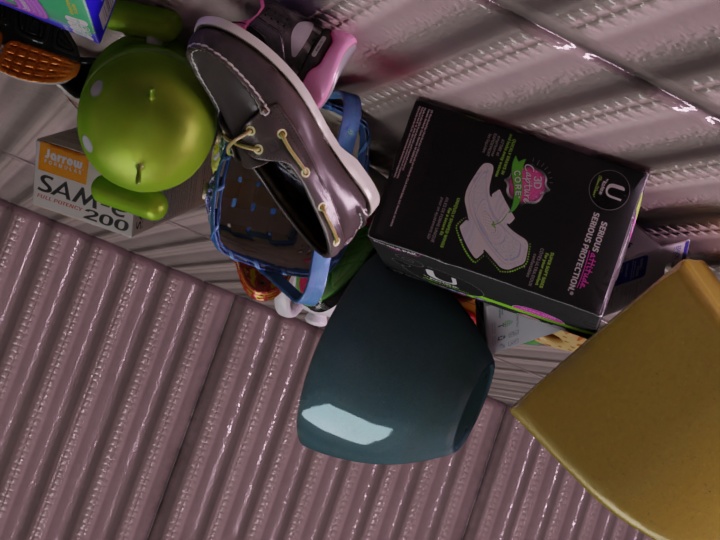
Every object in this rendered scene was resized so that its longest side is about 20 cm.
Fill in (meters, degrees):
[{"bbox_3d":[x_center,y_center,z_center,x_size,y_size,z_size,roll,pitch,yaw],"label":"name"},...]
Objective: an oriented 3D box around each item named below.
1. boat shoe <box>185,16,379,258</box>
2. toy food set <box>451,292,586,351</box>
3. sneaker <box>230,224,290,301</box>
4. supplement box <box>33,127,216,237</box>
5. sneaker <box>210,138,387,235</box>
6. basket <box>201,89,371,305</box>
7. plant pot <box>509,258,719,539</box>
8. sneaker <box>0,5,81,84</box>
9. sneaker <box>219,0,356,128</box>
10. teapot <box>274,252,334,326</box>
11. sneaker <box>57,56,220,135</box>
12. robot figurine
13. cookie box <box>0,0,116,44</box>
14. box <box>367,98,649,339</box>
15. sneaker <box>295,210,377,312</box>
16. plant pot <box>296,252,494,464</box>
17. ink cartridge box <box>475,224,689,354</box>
[{"bbox_3d":[-0.061,-0.094,0.955,0.071,0.061,0.201,3,141,51],"label":"boat shoe"},{"bbox_3d":[0.127,0.040,1.352,0.198,0.049,0.197,21,163,-31],"label":"toy food set"},{"bbox_3d":[-0.103,-0.044,1.370,0.072,0.202,0.078,-1,139,-9],"label":"sneaker"},{"bbox_3d":[-0.232,-0.107,1.378,0.125,0.074,0.200,18,-157,21],"label":"supplement box"},{"bbox_3d":[-0.064,-0.073,1.313,0.198,0.106,0.076,15,-166,-24],"label":"sneaker"},{"bbox_3d":[-0.060,-0.071,1.156,0.138,0.179,0.199,12,-176,-28],"label":"basket"},{"bbox_3d":[0.280,0.130,1.144,0.201,0.195,0.194,52,-165,13],"label":"plant pot"},{"bbox_3d":[-0.342,-0.229,1.220,0.198,0.076,0.092,27,180,5],"label":"sneaker"},{"bbox_3d":[-0.079,-0.156,1.017,0.095,0.080,0.200,29,158,-16],"label":"sneaker"},{"bbox_3d":[-0.036,-0.010,1.481,0.198,0.148,0.197,14,-176,-29],"label":"teapot"},{"bbox_3d":[-0.222,-0.165,1.298,0.198,0.075,0.080,15,168,30],"label":"sneaker"},{"bbox_3d":[-0.178,-0.135,1.111,0.114,0.178,0.200,6,-162,-10],"label":"robot figurine"},{"bbox_3d":[-0.263,-0.241,0.881,0.198,0.076,0.171,21,173,-3],"label":"cookie box"},{"bbox_3d":[0.125,-0.038,1.103,0.198,0.126,0.149,20,173,11],"label":"box"},{"bbox_3d":[0.000,0.000,1.279,0.076,0.085,0.200,-12,-166,26],"label":"sneaker"},{"bbox_3d":[0.047,0.099,1.224,0.133,0.202,0.200,23,173,16],"label":"plant pot"},{"bbox_3d":[0.203,0.013,1.224,0.197,0.040,0.100,-17,148,-5],"label":"ink cartridge box"}]
